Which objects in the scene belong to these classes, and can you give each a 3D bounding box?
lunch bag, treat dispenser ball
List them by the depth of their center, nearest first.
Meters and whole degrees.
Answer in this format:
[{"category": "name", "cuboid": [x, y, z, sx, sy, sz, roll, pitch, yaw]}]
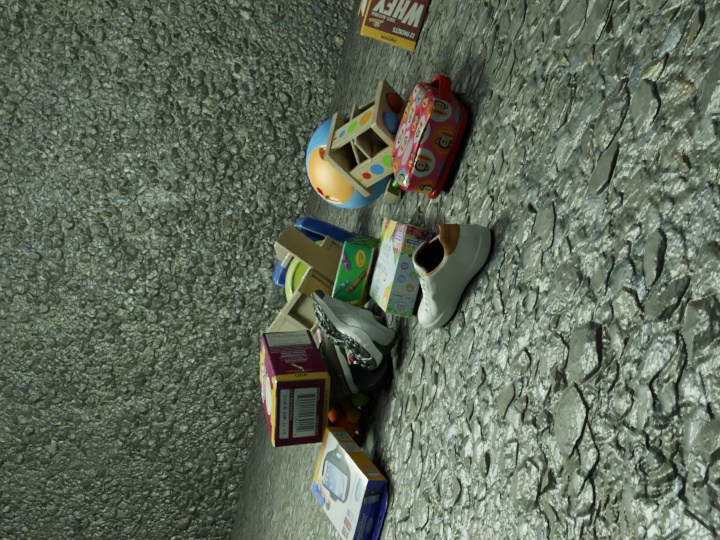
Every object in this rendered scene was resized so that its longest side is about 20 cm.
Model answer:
[{"category": "lunch bag", "cuboid": [0.111, -0.230, 1.146, 0.201, 0.080, 0.180, -98, 23, -63]}, {"category": "treat dispenser ball", "cuboid": [-0.023, -0.240, 1.541, 0.201, 0.195, 0.207, -167, 90, -79]}]

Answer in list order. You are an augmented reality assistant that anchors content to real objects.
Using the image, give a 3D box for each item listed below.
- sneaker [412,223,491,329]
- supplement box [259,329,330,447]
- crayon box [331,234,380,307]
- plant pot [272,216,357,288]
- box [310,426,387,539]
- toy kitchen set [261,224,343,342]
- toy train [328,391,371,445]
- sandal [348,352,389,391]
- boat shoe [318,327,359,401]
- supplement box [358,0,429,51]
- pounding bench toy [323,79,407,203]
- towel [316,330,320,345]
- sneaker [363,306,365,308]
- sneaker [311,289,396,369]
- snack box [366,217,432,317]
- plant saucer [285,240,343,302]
[{"category": "sneaker", "cuboid": [0.099, 0.004, 0.935, 0.202, 0.082, 0.074, 112, 164, -48]}, {"category": "supplement box", "cuboid": [-0.125, 0.211, 1.295, 0.200, 0.100, 0.135, -128, 39, -66]}, {"category": "crayon box", "cuboid": [0.000, 0.000, 1.372, 0.200, 0.057, 0.122, -32, -44, -79]}, {"category": "plant pot", "cuboid": [-0.099, -0.026, 1.742, 0.200, 0.195, 0.184, -164, 94, -80]}, {"category": "box", "cuboid": [-0.019, 0.354, 1.138, 0.199, 0.040, 0.122, 33, 112, 63]}, {"category": "toy kitchen set", "cuboid": [-0.137, 0.032, 1.461, 0.181, 0.161, 0.201, -51, 8, 37]}, {"category": "toy train", "cuboid": [-0.018, 0.271, 1.297, 0.117, 0.084, 0.200, -59, 22, 5]}, {"category": "sandal", "cuboid": [0.006, 0.141, 1.264, 0.074, 0.045, 0.202, -31, 30, 12]}, {"category": "boat shoe", "cuboid": [-0.055, 0.167, 1.333, 0.073, 0.059, 0.203, 62, -178, -35]}, {"category": "supplement box", "cuboid": [0.085, -0.653, 1.636, 0.202, 0.129, 0.201, -95, 21, -58]}, {"category": "pounding bench toy", "cuboid": [0.058, -0.232, 1.347, 0.154, 0.199, 0.127, -24, 41, 37]}, {"category": "towel", "cuboid": [-0.061, 0.203, 1.492, 0.144, 0.022, 0.206, 174, 84, -79]}, {"category": "sneaker", "cuboid": [-0.012, 0.111, 1.423, 0.075, 0.078, 0.201, 63, 175, -31]}, {"category": "sneaker", "cuboid": [-0.016, 0.093, 1.225, 0.199, 0.079, 0.075, 36, 151, 37]}, {"category": "snack box", "cuboid": [0.064, -0.010, 1.215, 0.200, 0.052, 0.146, -138, 60, -79]}, {"category": "plant saucer", "cuboid": [-0.086, 0.031, 1.589, 0.031, 0.195, 0.206, 17, -94, -72]}]
